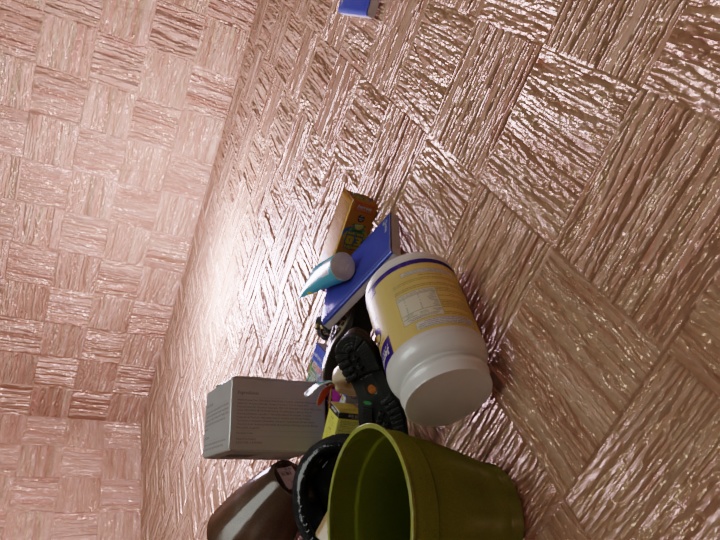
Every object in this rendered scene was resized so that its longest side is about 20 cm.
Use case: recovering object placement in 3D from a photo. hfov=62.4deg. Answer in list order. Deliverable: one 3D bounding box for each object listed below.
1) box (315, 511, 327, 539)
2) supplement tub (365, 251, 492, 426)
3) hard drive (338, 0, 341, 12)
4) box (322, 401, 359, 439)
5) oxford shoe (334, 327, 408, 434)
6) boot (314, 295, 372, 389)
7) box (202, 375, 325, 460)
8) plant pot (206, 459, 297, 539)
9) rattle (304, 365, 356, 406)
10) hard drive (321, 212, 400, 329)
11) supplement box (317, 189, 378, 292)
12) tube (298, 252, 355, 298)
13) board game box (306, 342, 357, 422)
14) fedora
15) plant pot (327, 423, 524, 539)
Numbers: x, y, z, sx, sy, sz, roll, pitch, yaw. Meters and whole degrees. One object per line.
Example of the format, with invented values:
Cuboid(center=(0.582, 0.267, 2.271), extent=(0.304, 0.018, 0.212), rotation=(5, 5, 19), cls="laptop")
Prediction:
Cuboid(center=(0.033, 0.346, 0.867), extent=(0.162, 0.021, 0.204), rotation=(26, 85, 45), cls="box")
Cuboid(center=(0.092, 0.092, 0.823), extent=(0.147, 0.141, 0.203), rotation=(-58, 33, 35), cls="supplement tub")
Cuboid(center=(0.007, -0.675, 1.408), extent=(0.200, 0.025, 0.136), rotation=(49, 124, 58), cls="hard drive")
Cuboid(center=(-0.038, 0.346, 1.072), extent=(0.050, 0.073, 0.207), rotation=(23, 102, 65), cls="box")
Cuboid(center=(0.027, 0.176, 0.861), extent=(0.084, 0.070, 0.206), rotation=(-51, -55, -75), cls="oxford shoe")
Cuboid(center=(-0.042, 0.124, 1.141), extent=(0.149, 0.072, 0.206), rotation=(-12, 56, 63), cls="boot")
Cuboid(center=(-0.191, 0.295, 1.168), extent=(0.198, 0.194, 0.135), rotation=(-34, 52, 55), cls="box")
Cuboid(center=(-0.193, 0.501, 1.236), extent=(0.202, 0.184, 0.188), rotation=(-54, 33, 17), cls="plant pot")
Cuboid(center=(-0.007, 0.148, 1.006), extent=(0.197, 0.127, 0.148), rotation=(-19, 71, 49), cls="rattle")
Cuboid(center=(0.000, 0.000, 1.091), extent=(0.200, 0.025, 0.134), rotation=(-47, 22, 28), cls="hard drive")
Cuboid(center=(-0.032, -0.056, 1.220), extent=(0.069, 0.065, 0.206), rotation=(47, 123, 58), cls="supplement box")
Cuboid(center=(-0.072, 0.009, 1.147), extent=(0.078, 0.050, 0.199), rotation=(-56, 15, -22), cls="tube")
Cuboid(center=(-0.064, 0.275, 1.185), extent=(0.199, 0.040, 0.206), rotation=(27, 105, 63), cls="board game box")
Cuboid(center=(-0.016, 0.372, 0.970), extent=(0.092, 0.193, 0.208), rotation=(38, -124, -71), cls="fedora")
Cuboid(center=(0.085, 0.296, 0.708), extent=(0.199, 0.188, 0.207), rotation=(-33, 51, 54), cls="plant pot")
